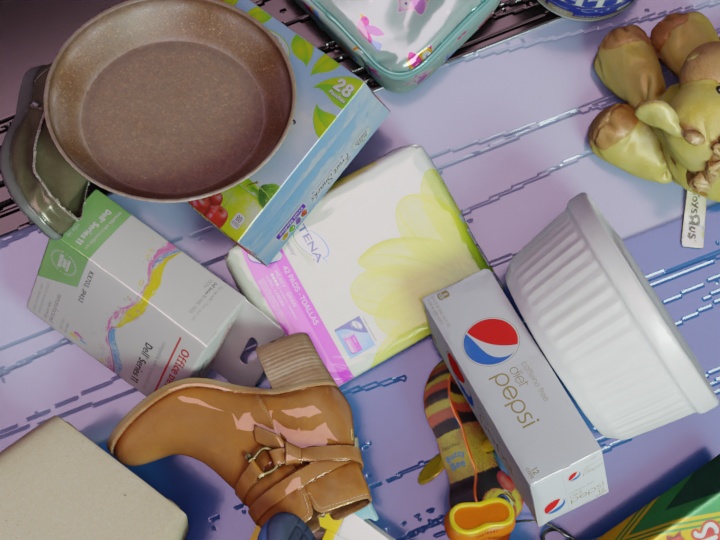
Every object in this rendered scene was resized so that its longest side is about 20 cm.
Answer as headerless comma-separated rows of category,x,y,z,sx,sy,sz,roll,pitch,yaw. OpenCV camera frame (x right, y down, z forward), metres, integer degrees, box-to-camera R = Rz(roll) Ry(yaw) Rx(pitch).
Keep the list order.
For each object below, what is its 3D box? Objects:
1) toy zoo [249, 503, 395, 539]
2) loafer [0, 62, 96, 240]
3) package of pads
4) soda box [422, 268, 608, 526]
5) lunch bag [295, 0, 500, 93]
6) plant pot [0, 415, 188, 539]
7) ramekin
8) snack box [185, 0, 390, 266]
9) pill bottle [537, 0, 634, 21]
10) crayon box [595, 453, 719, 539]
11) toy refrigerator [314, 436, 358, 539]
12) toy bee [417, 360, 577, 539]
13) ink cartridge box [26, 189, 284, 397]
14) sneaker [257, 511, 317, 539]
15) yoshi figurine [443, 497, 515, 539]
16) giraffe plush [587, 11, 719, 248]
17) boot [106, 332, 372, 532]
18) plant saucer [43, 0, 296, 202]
toy zoo,-0.041,0.268,1.369,0.131,0.020,0.201,23,90,10
loafer,-0.242,-0.109,1.364,0.069,0.075,0.201,-25,43,18
package of pads,0.000,0.000,1.430,0.199,0.068,0.155,-29,87,0
soda box,0.120,0.096,1.323,0.063,0.068,0.200,-25,52,-6
lunch bag,0.020,-0.269,1.443,0.160,0.077,0.200,-43,85,-1
plant pot,-0.245,0.235,1.370,0.199,0.200,0.177,37,76,4
ramekin,0.198,0.044,1.361,0.094,0.202,0.203,-32,85,10
snack box,-0.103,-0.130,1.408,0.200,0.068,0.169,39,89,28
pill bottle,0.194,-0.283,1.377,0.119,0.200,0.120,0,86,3
crayon box,0.260,0.259,1.389,0.200,0.051,0.127,-35,111,0
toy refrigerator,-0.030,0.244,1.413,0.075,0.070,0.201,-6,85,2
toy bee,0.105,0.167,1.384,0.200,0.108,0.131,48,133,18
ink cartridge box,-0.173,0.040,1.404,0.200,0.117,0.067,35,49,4
sneaker,-0.060,0.283,1.303,0.082,0.074,0.201,-3,107,23
yoshi figurine,0.086,0.278,1.346,0.111,0.201,0.113,15,48,10
giraffe plush,0.280,-0.125,1.380,0.172,0.162,0.201,-11,85,1
boot,-0.098,0.156,1.351,0.199,0.074,0.155,-26,69,8
plant saucer,-0.150,-0.131,1.339,0.199,0.037,0.201,0,60,-1
